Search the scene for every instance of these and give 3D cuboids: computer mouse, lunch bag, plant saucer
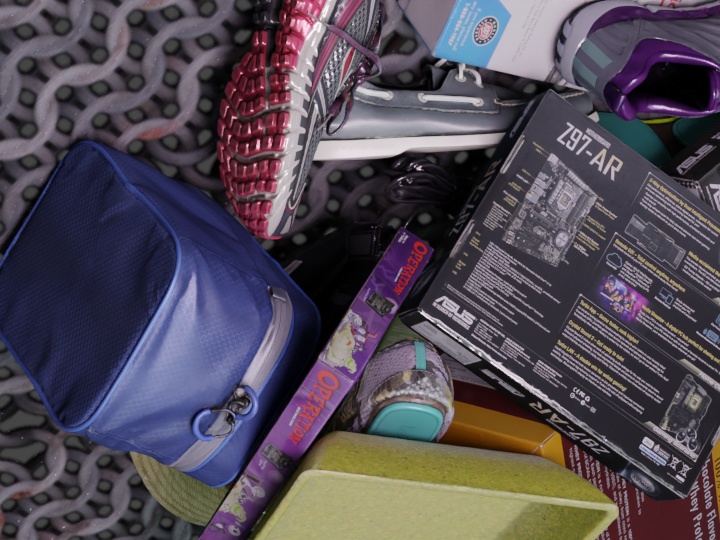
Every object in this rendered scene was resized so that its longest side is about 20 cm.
[{"bbox_3d":[0.000,0.000,1.406,0.200,0.046,0.140,-49,150,20],"label":"computer mouse"},{"bbox_3d":[-0.112,0.030,1.290,0.132,0.200,0.136,24,106,-39],"label":"lunch bag"},{"bbox_3d":[0.023,0.157,1.310,0.198,0.048,0.200,9,144,-21],"label":"plant saucer"}]

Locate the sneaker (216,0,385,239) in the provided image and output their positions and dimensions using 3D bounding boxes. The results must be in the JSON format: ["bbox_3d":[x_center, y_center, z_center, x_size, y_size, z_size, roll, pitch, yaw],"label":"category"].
[{"bbox_3d":[-0.026,-0.114,1.276,0.074,0.080,0.202,10,101,-33],"label":"sneaker"}]

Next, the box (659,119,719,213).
[{"bbox_3d":[0.289,-0.023,1.439,0.193,0.047,0.201,-39,121,-32],"label":"box"}]

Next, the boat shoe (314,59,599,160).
[{"bbox_3d":[0.053,-0.104,1.351,0.198,0.073,0.062,-6,92,-16],"label":"boat shoe"}]

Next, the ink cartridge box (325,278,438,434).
[{"bbox_3d":[0.033,0.127,1.461,0.201,0.048,0.146,-61,139,-28],"label":"ink cartridge box"}]

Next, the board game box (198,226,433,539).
[{"bbox_3d":[-0.027,0.074,1.280,0.032,0.120,0.200,36,137,2],"label":"board game box"}]

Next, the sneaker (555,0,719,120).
[{"bbox_3d":[0.219,-0.119,1.317,0.198,0.088,0.075,-8,128,-20],"label":"sneaker"}]

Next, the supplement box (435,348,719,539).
[{"bbox_3d":[0.134,0.131,1.445,0.200,0.132,0.199,-38,127,-40],"label":"supplement box"}]

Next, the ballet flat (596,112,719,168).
[{"bbox_3d":[0.197,-0.069,1.450,0.198,0.067,0.067,-9,134,-20],"label":"ballet flat"}]

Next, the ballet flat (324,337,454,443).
[{"bbox_3d":[0.009,0.104,1.341,0.071,0.073,0.201,-2,147,-23],"label":"ballet flat"}]

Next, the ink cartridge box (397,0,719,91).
[{"bbox_3d":[0.137,-0.176,1.339,0.198,0.067,0.116,10,120,-30],"label":"ink cartridge box"}]

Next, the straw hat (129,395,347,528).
[{"bbox_3d":[-0.054,0.125,1.462,0.199,0.085,0.202,-12,128,-16],"label":"straw hat"}]

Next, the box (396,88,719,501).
[{"bbox_3d":[0.144,0.016,1.304,0.199,0.044,0.161,34,74,-10],"label":"box"}]
